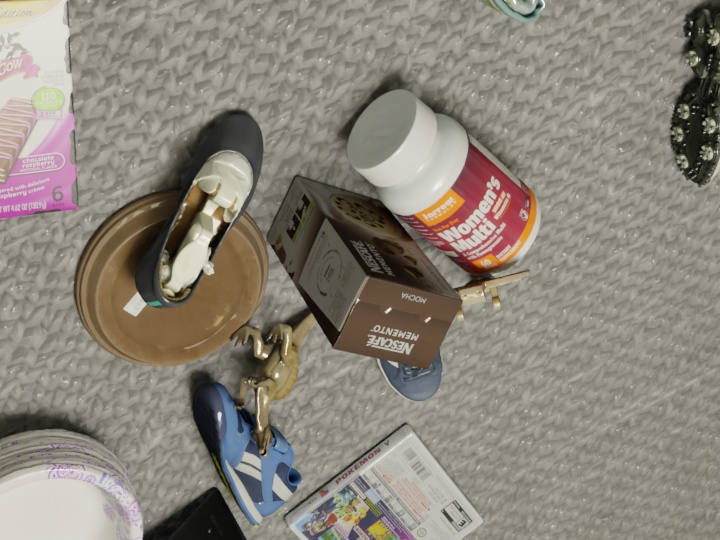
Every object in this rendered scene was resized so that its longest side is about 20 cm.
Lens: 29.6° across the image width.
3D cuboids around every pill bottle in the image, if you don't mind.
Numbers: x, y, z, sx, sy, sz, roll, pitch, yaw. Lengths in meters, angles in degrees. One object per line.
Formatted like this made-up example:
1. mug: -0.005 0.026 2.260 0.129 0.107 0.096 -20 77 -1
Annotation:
1. pill bottle: 0.083 -0.086 1.357 0.110 0.110 0.199 -47 127 9

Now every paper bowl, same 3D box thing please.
1. paper bowl: -0.327 0.249 1.381 0.198 0.105 0.203 -12 124 -18

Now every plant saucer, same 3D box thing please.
1. plant saucer: -0.182 0.015 1.351 0.198 0.030 0.202 -12 124 -17

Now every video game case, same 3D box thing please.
1. video game case: 0.032 0.297 1.627 0.182 0.023 0.200 -37 129 0

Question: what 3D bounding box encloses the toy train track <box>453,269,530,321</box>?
1. toy train track: 0.124 0.026 1.404 0.113 0.200 0.033 -14 92 10

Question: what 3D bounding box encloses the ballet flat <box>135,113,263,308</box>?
1. ballet flat: -0.142 -0.051 1.272 0.073 0.073 0.201 31 89 -36

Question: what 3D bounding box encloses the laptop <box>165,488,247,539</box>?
1. laptop: -0.230 0.363 1.556 0.198 0.117 0.189 -10 128 16

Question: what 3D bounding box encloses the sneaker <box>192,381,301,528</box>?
1. sneaker: -0.121 0.184 1.460 0.082 0.074 0.201 -29 132 -13

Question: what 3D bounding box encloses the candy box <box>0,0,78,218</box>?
1. candy box: -0.316 -0.144 1.169 0.135 0.061 0.202 -9 122 -19

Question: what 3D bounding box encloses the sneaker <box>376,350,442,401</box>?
1. sneaker: 0.056 0.077 1.461 0.074 0.085 0.202 -24 127 -9

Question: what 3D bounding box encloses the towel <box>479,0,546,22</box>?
1. towel: 0.069 -0.313 1.172 0.048 0.171 0.200 -39 127 0

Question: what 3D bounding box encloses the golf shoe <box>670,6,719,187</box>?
1. golf shoe: 0.390 -0.184 1.462 0.087 0.077 0.202 -14 125 -25

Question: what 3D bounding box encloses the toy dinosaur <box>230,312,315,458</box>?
1. toy dinosaur: -0.084 0.088 1.412 0.202 0.058 0.101 -63 146 -14

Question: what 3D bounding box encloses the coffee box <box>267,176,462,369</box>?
1. coffee box: 0.000 0.000 1.315 0.112 0.200 0.080 15 113 -31
